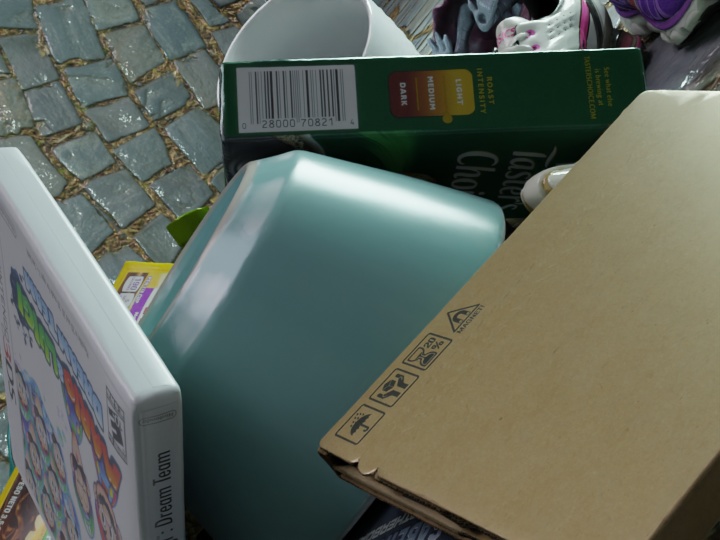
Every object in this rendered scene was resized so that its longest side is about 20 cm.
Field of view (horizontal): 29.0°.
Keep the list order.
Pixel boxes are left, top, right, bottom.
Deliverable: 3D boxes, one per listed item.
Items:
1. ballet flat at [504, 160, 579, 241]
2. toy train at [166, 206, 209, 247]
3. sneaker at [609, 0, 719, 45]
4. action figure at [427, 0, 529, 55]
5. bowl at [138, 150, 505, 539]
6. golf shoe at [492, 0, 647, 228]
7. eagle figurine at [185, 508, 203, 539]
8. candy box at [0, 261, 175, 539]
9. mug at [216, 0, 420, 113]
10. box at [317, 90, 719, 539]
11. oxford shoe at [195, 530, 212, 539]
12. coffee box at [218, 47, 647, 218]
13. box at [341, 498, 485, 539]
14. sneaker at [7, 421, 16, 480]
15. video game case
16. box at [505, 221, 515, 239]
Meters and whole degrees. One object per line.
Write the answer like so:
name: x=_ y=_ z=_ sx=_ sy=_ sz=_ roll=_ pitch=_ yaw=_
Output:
ballet flat: x=0.090 y=-0.005 z=0.613 sx=0.201 sy=0.072 sz=0.072 roll=-54 pitch=10 yaw=-16
toy train: x=-0.120 y=0.002 z=1.114 sx=0.200 sy=0.116 sz=0.085 roll=-30 pitch=0 yaw=-19
sneaker: x=0.177 y=-0.188 z=0.842 sx=0.081 sy=0.083 sz=0.200 roll=-52 pitch=11 yaw=-1
action figure: x=0.153 y=-0.230 z=1.160 sx=0.134 sy=0.149 sz=0.200 roll=3 pitch=28 yaw=42
bowl: x=-0.036 y=0.028 z=0.614 sx=0.201 sy=0.105 sz=0.201 roll=-56 pitch=11 yaw=16
golf shoe: x=0.106 y=-0.102 z=0.832 sx=0.073 sy=0.092 sz=0.200 roll=-40 pitch=16 yaw=41
eagle figurine: x=-0.105 y=0.158 z=0.750 sx=0.200 sy=0.152 sz=0.151 roll=-53 pitch=-12 yaw=19
candy box: x=-0.126 y=0.083 z=0.733 sx=0.102 sy=0.026 sz=0.201 roll=4 pitch=57 yaw=34
mug: x=0.014 y=-0.123 z=1.107 sx=0.199 sy=0.175 sz=0.148 roll=6 pitch=68 yaw=39
box: x=0.094 y=0.012 z=0.467 sx=0.200 sy=0.021 sz=0.163 roll=-46 pitch=27 yaw=-17
oxford shoe: x=-0.118 y=0.159 z=0.958 sx=0.200 sy=0.071 sz=0.073 roll=-40 pitch=18 yaw=45
coffee box: x=0.032 y=-0.062 z=0.683 sx=0.123 sy=0.199 sz=0.044 roll=102 pitch=164 yaw=-71
box: x=0.011 y=0.131 z=0.530 sx=0.200 sy=0.051 sz=0.158 roll=-39 pitch=17 yaw=53
sneaker: x=-0.154 y=0.091 z=0.859 sx=0.200 sy=0.083 sz=0.121 roll=-59 pitch=-18 yaw=-44
video game case: x=-0.122 y=0.070 z=0.604 sx=0.200 sy=0.024 sz=0.183 roll=46 pitch=142 yaw=46
box: x=0.000 y=0.000 z=0.866 sx=0.200 sy=0.115 sz=0.132 roll=-56 pitch=11 yaw=-28
